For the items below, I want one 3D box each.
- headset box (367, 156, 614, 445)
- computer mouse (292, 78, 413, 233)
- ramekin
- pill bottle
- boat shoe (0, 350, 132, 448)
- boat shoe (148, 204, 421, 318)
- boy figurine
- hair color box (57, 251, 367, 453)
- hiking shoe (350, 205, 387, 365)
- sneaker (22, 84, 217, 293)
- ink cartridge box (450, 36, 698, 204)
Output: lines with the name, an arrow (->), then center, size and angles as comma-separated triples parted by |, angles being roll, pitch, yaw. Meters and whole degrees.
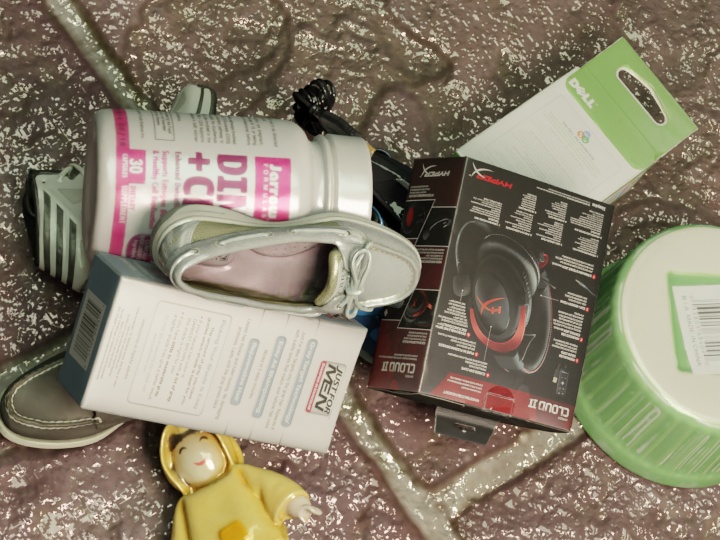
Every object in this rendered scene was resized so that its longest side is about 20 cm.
headset box -> 0.097, 0.029, 1.657 | 0.148, 0.075, 0.201 | 15, 83, -32
computer mouse -> 0.024, -0.076, 1.701 | 0.046, 0.140, 0.200 | -42, 83, -5
ramekin -> 0.266, 0.062, 1.738 | 0.199, 0.098, 0.201 | 7, 64, -15
pill bottle -> -0.098, -0.056, 1.592 | 0.199, 0.113, 0.114 | 2, 65, -13
boat shoe -> -0.171, 0.077, 1.615 | 0.200, 0.061, 0.072 | -14, 72, -23
boat shoe -> -0.046, 0.000, 1.529 | 0.201, 0.075, 0.065 | 10, 26, -26
boy figurine -> -0.087, 0.186, 1.572 | 0.124, 0.064, 0.201 | -28, 61, 12
hair color box -> -0.105, 0.060, 1.569 | 0.199, 0.061, 0.100 | 13, 101, -29
hiking shoe -> 0.000, 0.000, 1.690 | 0.200, 0.087, 0.074 | 46, 61, 7
sneaker -> -0.189, -0.076, 1.673 | 0.115, 0.076, 0.201 | 26, 63, -7
ink cartridge box -> 0.169, -0.095, 1.803 | 0.200, 0.059, 0.104 | -35, 81, -27
